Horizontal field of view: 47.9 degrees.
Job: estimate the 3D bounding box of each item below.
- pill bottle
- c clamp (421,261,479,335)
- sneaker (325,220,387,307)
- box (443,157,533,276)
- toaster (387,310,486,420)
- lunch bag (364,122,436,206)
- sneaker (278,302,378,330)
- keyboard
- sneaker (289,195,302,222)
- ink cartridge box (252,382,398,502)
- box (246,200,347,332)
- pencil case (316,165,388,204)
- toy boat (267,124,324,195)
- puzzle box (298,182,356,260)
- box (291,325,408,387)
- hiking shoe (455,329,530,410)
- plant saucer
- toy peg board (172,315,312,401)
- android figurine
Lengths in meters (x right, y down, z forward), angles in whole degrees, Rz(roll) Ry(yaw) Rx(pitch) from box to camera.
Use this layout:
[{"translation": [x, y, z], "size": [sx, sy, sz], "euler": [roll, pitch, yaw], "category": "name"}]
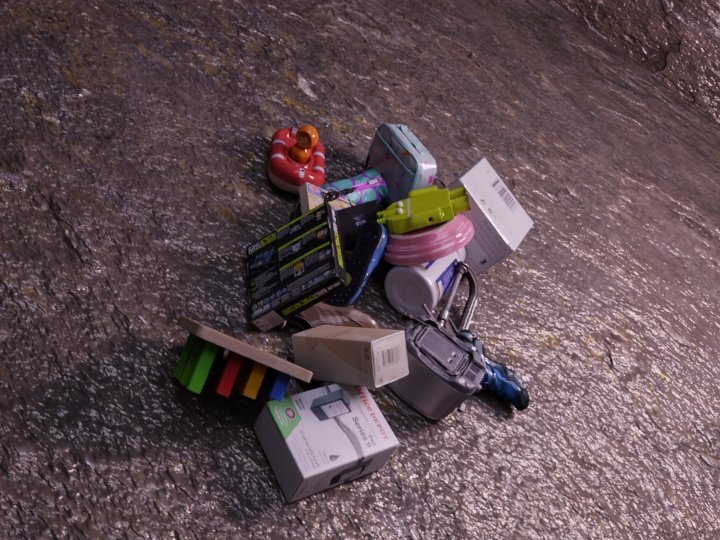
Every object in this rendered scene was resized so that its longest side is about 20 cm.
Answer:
[{"translation": [0.144, 0.001, 1.709], "size": [0.119, 0.121, 0.200], "euler": [37, 41, 10], "category": "pill bottle"}, {"translation": [0.197, 0.061, 1.657], "size": [0.027, 0.172, 0.202], "euler": [-1, 43, 34], "category": "c clamp"}, {"translation": [0.000, 0.000, 1.628], "size": [0.065, 0.078, 0.203], "euler": [24, 80, 24], "category": "sneaker"}, {"translation": [0.266, -0.120, 1.835], "size": [0.200, 0.130, 0.200], "euler": [51, 33, -2], "category": "box"}, {"translation": [0.126, 0.182, 1.510], "size": [0.199, 0.130, 0.114], "euler": [36, 40, 7], "category": "toaster"}, {"translation": [0.089, -0.242, 1.879], "size": [0.076, 0.162, 0.201], "euler": [-7, 44, -33], "category": "lunch bag"}, {"translation": [-0.065, 0.107, 1.539], "size": [0.196, 0.071, 0.077], "euler": [18, 58, -5], "category": "sneaker"}, {"translation": [-0.015, -0.119, 1.691], "size": [0.199, 0.020, 0.129], "euler": [-21, 85, -55], "category": "keyboard"}, {"translation": [-0.090, -0.072, 1.696], "size": [0.084, 0.077, 0.203], "euler": [7, 55, -39], "category": "sneaker"}, {"translation": [-0.057, 0.275, 1.346], "size": [0.197, 0.085, 0.147], "euler": [-10, 54, -37], "category": "ink cartridge box"}, {"translation": [-0.124, -0.009, 1.519], "size": [0.048, 0.198, 0.195], "euler": [45, 24, -40], "category": "box"}, {"translation": [-0.030, -0.167, 1.799], "size": [0.198, 0.092, 0.086], "euler": [-24, 79, -41], "category": "pencil case"}, {"translation": [-0.132, -0.265, 1.808], "size": [0.128, 0.132, 0.202], "euler": [14, 43, -16], "category": "toy boat"}, {"translation": [-0.043, -0.091, 1.677], "size": [0.198, 0.025, 0.136], "euler": [20, 52, -45], "category": "puzzle box"}, {"translation": [-0.021, 0.146, 1.407], "size": [0.094, 0.197, 0.080], "euler": [-14, 100, -47], "category": "box"}, {"translation": [0.245, 0.215, 1.607], "size": [0.200, 0.075, 0.087], "euler": [43, 67, 13], "category": "hiking shoe"}, {"translation": [0.134, -0.077, 1.669], "size": [0.197, 0.052, 0.201], "euler": [-16, 21, 6], "category": "plant saucer"}, {"translation": [-0.209, 0.163, 1.321], "size": [0.197, 0.199, 0.099], "euler": [26, 83, -21], "category": "toy peg board"}, {"translation": [0.127, -0.127, 1.673], "size": [0.196, 0.042, 0.183], "euler": [-13, 22, 9], "category": "android figurine"}]
